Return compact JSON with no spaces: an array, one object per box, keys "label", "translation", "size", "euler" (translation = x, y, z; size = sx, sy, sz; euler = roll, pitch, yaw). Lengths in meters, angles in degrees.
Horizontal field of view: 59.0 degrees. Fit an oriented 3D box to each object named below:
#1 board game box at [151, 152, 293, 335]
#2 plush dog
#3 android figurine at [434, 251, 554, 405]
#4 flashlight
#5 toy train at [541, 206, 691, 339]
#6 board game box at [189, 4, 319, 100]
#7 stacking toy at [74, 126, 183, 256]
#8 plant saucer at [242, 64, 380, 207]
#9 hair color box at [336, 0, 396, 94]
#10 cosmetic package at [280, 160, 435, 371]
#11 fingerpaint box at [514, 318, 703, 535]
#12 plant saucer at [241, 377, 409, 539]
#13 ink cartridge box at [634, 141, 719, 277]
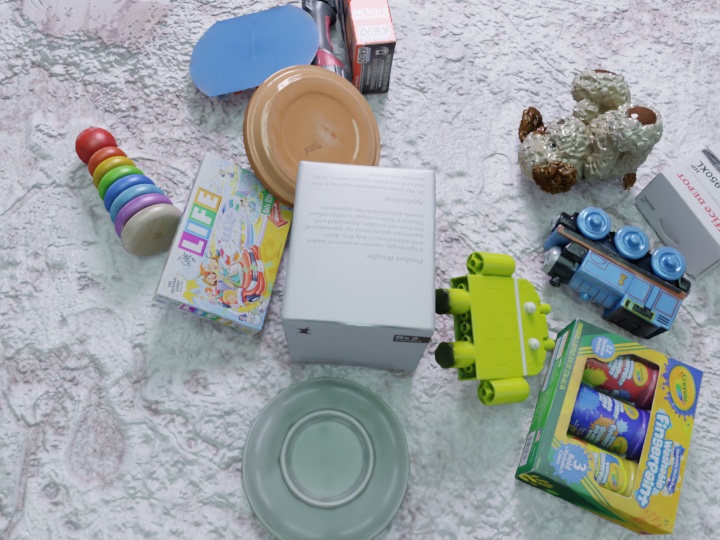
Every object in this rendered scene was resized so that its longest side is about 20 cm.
[{"label":"board game box","translation":[-0.167,-0.035,0.812],"size":[0.134,0.034,0.201],"euler":[22,65,-22]},{"label":"plush dog","translation":[0.309,-0.173,0.903],"size":[0.171,0.161,0.201],"euler":[-11,39,5]},{"label":"android figurine","translation":[0.169,0.070,0.774],"size":[0.199,0.041,0.183],"euler":[5,77,-37]},{"label":"flashlight","translation":[-0.053,-0.342,0.968],"size":[0.067,0.068,0.201],"euler":[-3,63,-4]},{"label":"toy train","translation":[0.333,0.001,0.842],"size":[0.199,0.087,0.115],"euler":[30,74,8]},{"label":"board game box","translation":[-0.153,-0.316,0.947],"size":[0.199,0.039,0.159],"euler":[-11,60,6]},{"label":"stacking toy","translation":[-0.315,-0.117,0.840],"size":[0.085,0.085,0.200],"euler":[-32,69,-17]},{"label":"plant saucer","translation":[-0.059,-0.179,0.859],"size":[0.199,0.032,0.202],"euler":[3,84,-27]},{"label":"hair color box","translation":[0.004,-0.382,0.961],"size":[0.063,0.111,0.201],"euler":[-7,67,-7]},{"label":"cosmetic package","translation":[0.000,0.000,0.766],"size":[0.164,0.165,0.201],"euler":[5,67,0]},{"label":"fingerpaint box","translation":[0.300,0.185,0.765],"size":[0.166,0.073,0.201],"euler":[24,67,5]},{"label":"plant saucer","translation":[-0.038,0.218,0.735],"size":[0.199,0.050,0.201],"euler":[2,66,-5]},{"label":"ink cartridge box","translation":[0.521,-0.102,0.900],"size":[0.199,0.084,0.145],"euler":[-26,71,-14]}]
